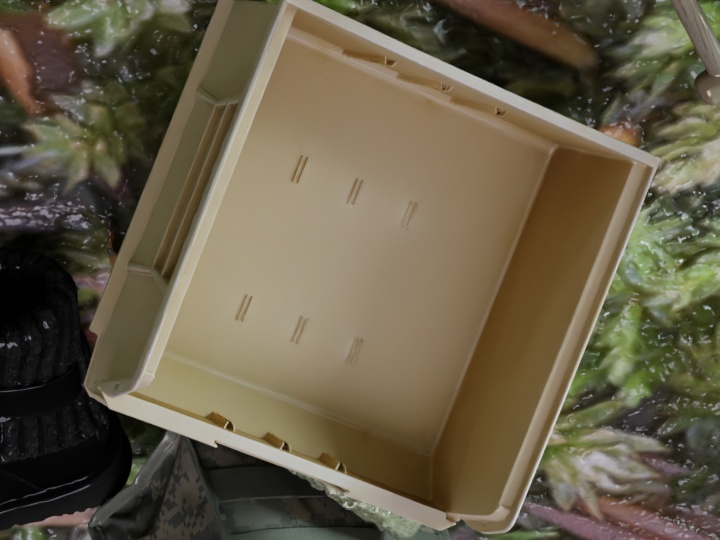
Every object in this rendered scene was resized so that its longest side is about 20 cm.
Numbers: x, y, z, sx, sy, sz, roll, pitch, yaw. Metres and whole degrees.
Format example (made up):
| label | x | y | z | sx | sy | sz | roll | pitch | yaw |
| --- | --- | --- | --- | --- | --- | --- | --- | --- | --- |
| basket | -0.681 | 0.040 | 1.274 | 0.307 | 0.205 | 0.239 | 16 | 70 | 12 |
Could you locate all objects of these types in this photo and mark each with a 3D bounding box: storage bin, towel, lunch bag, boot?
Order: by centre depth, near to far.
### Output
| label | x | y | z | sx | sy | sz | roll | pitch | yaw |
| --- | --- | --- | --- | --- | --- | --- | --- | --- | --- |
| storage bin | 0.000 | 0.000 | 1.249 | 0.199 | 0.094 | 0.200 | 22 | 90 | -24 |
| towel | -0.002 | 0.035 | 1.339 | 0.200 | 0.036 | 0.149 | 41 | 82 | -36 |
| boot | -0.228 | 0.071 | 1.384 | 0.210 | 0.080 | 0.158 | -19 | 141 | 0 |
| lunch bag | -0.026 | 0.186 | 1.397 | 0.163 | 0.201 | 0.118 | 5 | 141 | -39 |

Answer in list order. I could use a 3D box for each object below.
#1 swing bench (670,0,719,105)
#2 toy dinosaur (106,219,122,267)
| label | x | y | z | sx | sy | sz | roll | pitch | yaw |
| --- | --- | --- | --- | --- | --- | --- | --- | --- | --- |
| swing bench | 0.187 | -0.206 | 1.095 | 0.199 | 0.130 | 0.199 | -21 | 132 | 17 |
| toy dinosaur | -0.068 | 0.009 | 1.348 | 0.105 | 0.061 | 0.201 | -8 | 136 | 3 |
